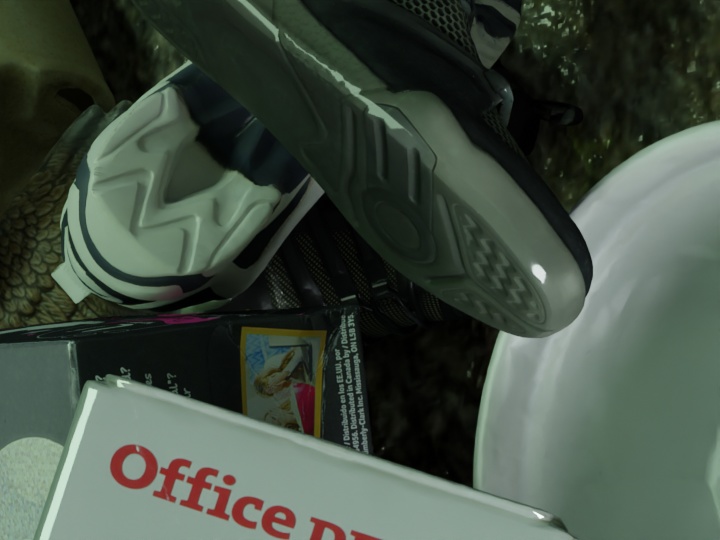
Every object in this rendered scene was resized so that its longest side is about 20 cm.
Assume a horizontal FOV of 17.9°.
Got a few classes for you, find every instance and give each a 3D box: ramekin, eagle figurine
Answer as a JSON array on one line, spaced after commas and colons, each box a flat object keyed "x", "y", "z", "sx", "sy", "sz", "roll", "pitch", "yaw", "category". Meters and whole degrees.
[{"x": 0.138, "y": 0.061, "z": 0.683, "sx": 0.200, "sy": 0.105, "sz": 0.201, "roll": -16, "pitch": 69, "yaw": 49, "category": "ramekin"}, {"x": -0.180, "y": 0.012, "z": 0.989, "sx": 0.151, "sy": 0.152, "sz": 0.200, "roll": 42, "pitch": 121, "yaw": -1, "category": "eagle figurine"}]

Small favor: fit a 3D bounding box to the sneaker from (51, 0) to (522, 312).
[{"x": -0.036, "y": -0.050, "z": 0.827, "sx": 0.199, "sy": 0.079, "sz": 0.130, "roll": -48, "pitch": 8, "yaw": -28, "category": "sneaker"}]

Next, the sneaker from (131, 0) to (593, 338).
[{"x": 0.022, "y": -0.073, "z": 0.721, "sx": 0.199, "sy": 0.114, "sz": 0.076, "roll": 46, "pitch": 156, "yaw": 24, "category": "sneaker"}]

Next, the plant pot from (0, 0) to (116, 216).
[{"x": -0.215, "y": -0.109, "z": 1.110, "sx": 0.201, "sy": 0.200, "sz": 0.184, "roll": -52, "pitch": 57, "yaw": 29, "category": "plant pot"}]

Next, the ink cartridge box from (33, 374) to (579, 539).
[{"x": -0.032, "y": 0.147, "z": 0.648, "sx": 0.146, "sy": 0.083, "sz": 0.200, "roll": 17, "pitch": 85, "yaw": 11, "category": "ink cartridge box"}]

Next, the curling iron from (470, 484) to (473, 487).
[{"x": 0.015, "y": 0.121, "z": 0.884, "sx": 0.200, "sy": 0.026, "sz": 0.050, "roll": -42, "pitch": 72, "yaw": 30, "category": "curling iron"}]

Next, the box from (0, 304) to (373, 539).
[{"x": -0.093, "y": 0.084, "z": 0.812, "sx": 0.200, "sy": 0.115, "sz": 0.132, "roll": -4, "pitch": 92, "yaw": 58, "category": "box"}]

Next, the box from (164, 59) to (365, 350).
[{"x": -0.047, "y": -0.008, "z": 0.990, "sx": 0.163, "sy": 0.021, "sz": 0.200, "roll": 27, "pitch": 103, "yaw": 49, "category": "box"}]

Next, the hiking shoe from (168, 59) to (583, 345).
[{"x": 0.000, "y": 0.000, "z": 0.876, "sx": 0.101, "sy": 0.076, "sz": 0.200, "roll": 37, "pitch": 105, "yaw": 28, "category": "hiking shoe"}]
